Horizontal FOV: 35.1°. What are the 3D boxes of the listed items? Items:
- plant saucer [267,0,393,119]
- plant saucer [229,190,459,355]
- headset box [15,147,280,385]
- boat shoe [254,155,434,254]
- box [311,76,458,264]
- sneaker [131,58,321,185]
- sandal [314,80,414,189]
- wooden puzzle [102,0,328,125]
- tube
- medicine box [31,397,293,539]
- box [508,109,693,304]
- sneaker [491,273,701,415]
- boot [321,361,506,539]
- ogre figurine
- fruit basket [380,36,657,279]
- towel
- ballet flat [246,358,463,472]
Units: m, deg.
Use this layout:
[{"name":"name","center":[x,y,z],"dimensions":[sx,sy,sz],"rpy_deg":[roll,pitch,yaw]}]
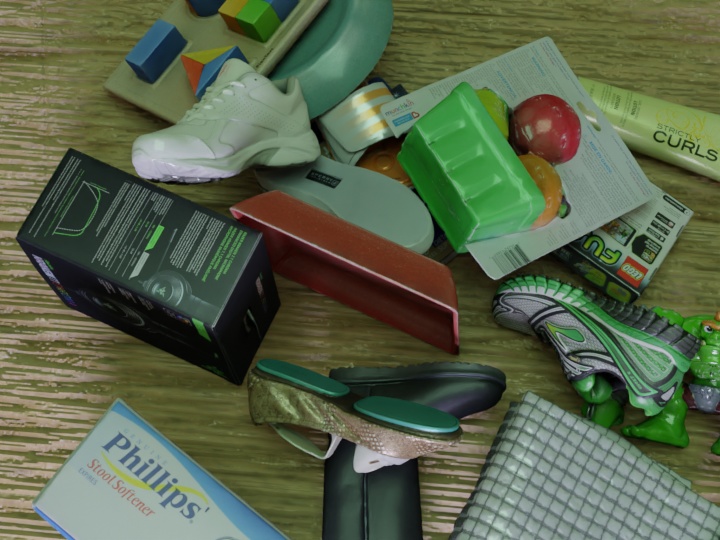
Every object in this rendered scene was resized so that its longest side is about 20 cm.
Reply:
[{"name":"plant saucer","center":[-0.064,-0.224,1.094],"dimensions":[0.198,0.036,0.202],"rpy_deg":[-16,52,21]},{"name":"plant saucer","center":[0.000,0.000,0.967],"dimensions":[0.198,0.200,0.037],"rpy_deg":[24,79,11]},{"name":"headset box","center":[-0.169,0.005,0.987],"dimensions":[0.198,0.174,0.093],"rpy_deg":[23,71,9]},{"name":"boat shoe","center":[-0.014,-0.049,1.039],"dimensions":[0.199,0.070,0.071],"rpy_deg":[24,57,30]},{"name":"box","center":[0.034,-0.094,1.093],"dimensions":[0.121,0.032,0.200],"rpy_deg":[-37,72,-11]},{"name":"sneaker","center":[-0.119,-0.128,0.968],"dimensions":[0.077,0.199,0.101],"rpy_deg":[-3,99,38]},{"name":"sandal","center":[-0.012,-0.156,1.070],"dimensions":[0.079,0.059,0.207],"rpy_deg":[-32,67,-9]},{"name":"wooden puzzle","center":[-0.147,-0.227,1.090],"dimensions":[0.199,0.046,0.186],"rpy_deg":[26,74,41]},{"name":"tube","center":[0.296,-0.134,1.092],"dimensions":[0.198,0.052,0.059],"rpy_deg":[19,111,4]},{"name":"medicine box","center":[-0.136,0.215,0.892],"dimensions":[0.181,0.200,0.103],"rpy_deg":[35,74,14]},{"name":"box","center":[0.197,-0.067,1.055],"dimensions":[0.199,0.035,0.110],"rpy_deg":[36,66,7]},{"name":"sneaker","center":[0.186,0.060,0.974],"dimensions":[0.199,0.078,0.086],"rpy_deg":[22,84,47]},{"name":"boot","center":[0.045,0.184,0.966],"dimensions":[0.163,0.066,0.202],"rpy_deg":[-5,63,14]},{"name":"ogre figurine","center":[0.299,0.096,0.982],"dimensions":[0.198,0.098,0.121],"rpy_deg":[5,80,38]},{"name":"fruit basket","center":[0.140,-0.102,1.006],"dimensions":[0.199,0.094,0.186],"rpy_deg":[-24,74,-30]},{"name":"towel","center":[0.183,0.219,0.936],"dimensions":[0.199,0.086,0.166],"rpy_deg":[30,65,1]},{"name":"ballet flat","center":[-0.009,0.129,0.945],"dimensions":[0.198,0.070,0.066],"rpy_deg":[16,101,28]}]
